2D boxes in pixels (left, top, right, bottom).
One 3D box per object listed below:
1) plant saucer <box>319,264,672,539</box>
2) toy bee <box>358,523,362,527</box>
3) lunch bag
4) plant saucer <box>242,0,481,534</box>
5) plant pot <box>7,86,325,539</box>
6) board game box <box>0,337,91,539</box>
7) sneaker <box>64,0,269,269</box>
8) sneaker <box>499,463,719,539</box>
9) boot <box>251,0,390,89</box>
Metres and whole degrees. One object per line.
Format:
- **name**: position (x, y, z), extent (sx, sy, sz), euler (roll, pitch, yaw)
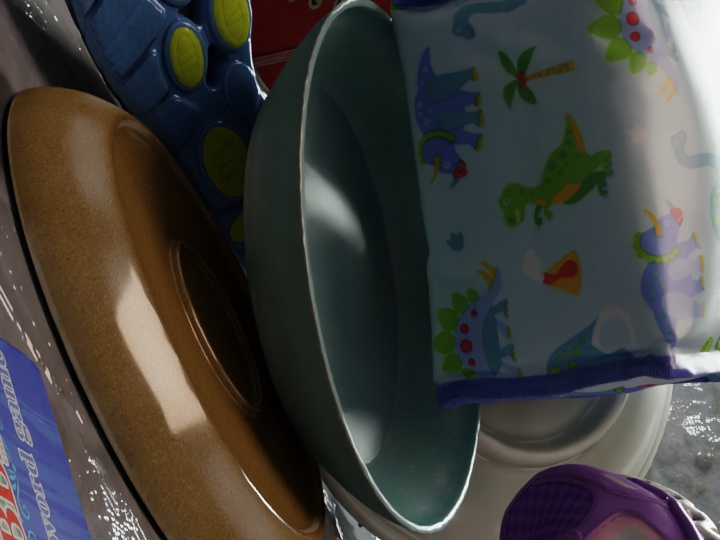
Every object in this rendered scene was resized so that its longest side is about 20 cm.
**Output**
- **plant saucer**: position (0.064, 0.032, 0.854), extent (0.050, 0.200, 0.200), euler (-14, -77, 64)
- **toy bee**: position (0.009, 0.022, 0.920), extent (0.131, 0.200, 0.109), euler (28, -14, -14)
- **lunch bag**: position (0.108, -0.035, 0.789), extent (0.200, 0.127, 0.170), euler (-1, 84, -55)
- **plant saucer**: position (0.000, 0.000, 0.728), extent (0.200, 0.036, 0.200), euler (-8, 90, -71)
- **plant pot**: position (-0.058, 0.023, 0.662), extent (0.200, 0.027, 0.200), euler (62, 8, -15)
- **board game box**: position (-0.079, 0.075, 0.277), extent (0.200, 0.041, 0.200), euler (68, 8, 25)
- **sneaker**: position (-0.072, -0.078, 0.750), extent (0.083, 0.071, 0.200), euler (31, -25, 44)
- **sneaker**: position (0.070, 0.121, 0.600), extent (0.088, 0.080, 0.200), euler (28, 24, -23)
- **boot**: position (-0.019, -0.142, 0.958), extent (0.072, 0.200, 0.144), euler (-32, 98, -42)
